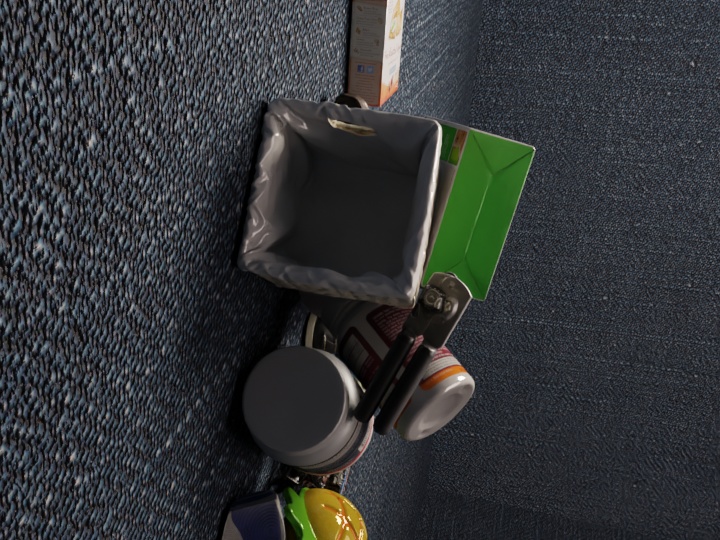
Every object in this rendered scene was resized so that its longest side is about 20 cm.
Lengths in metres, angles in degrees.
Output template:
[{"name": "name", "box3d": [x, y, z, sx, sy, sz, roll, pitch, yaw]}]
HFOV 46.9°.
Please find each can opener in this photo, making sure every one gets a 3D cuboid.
[{"name": "can opener", "box3d": [0.062, 0.093, 0.963, 0.201, 0.053, 0.067, -60, 172, 4]}]

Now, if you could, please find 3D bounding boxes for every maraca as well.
[{"name": "maraca", "box3d": [-0.053, 0.343, 1.075, 0.138, 0.107, 0.200, 60, 3, 27]}]

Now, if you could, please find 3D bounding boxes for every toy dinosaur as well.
[{"name": "toy dinosaur", "box3d": [-0.065, 0.267, 1.209, 0.136, 0.101, 0.201, -72, 168, -52]}]

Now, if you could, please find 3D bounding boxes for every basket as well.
[{"name": "basket", "box3d": [-0.015, -0.070, 0.952, 0.161, 0.197, 0.201, 54, 46, -80]}]

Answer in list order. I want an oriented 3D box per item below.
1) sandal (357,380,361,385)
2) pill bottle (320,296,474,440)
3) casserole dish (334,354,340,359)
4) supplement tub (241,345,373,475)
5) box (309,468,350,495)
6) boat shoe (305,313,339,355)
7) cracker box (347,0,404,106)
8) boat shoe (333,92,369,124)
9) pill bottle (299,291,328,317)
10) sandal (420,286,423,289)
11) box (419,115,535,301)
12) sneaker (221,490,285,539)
[{"name": "sandal", "box3d": [0.020, 0.199, 1.437, 0.201, 0.057, 0.080, -62, 157, -62]}, {"name": "pill bottle", "box3d": [0.042, 0.105, 1.054, 0.114, 0.200, 0.114, -29, 150, -19]}, {"name": "casserole dish", "box3d": [-0.003, 0.087, 1.315, 0.201, 0.039, 0.121, -92, -154, -43]}, {"name": "supplement tub", "box3d": [-0.062, 0.176, 1.035, 0.200, 0.139, 0.141, 66, 35, -69]}, {"name": "box", "box3d": [-0.044, 0.294, 1.442, 0.199, 0.049, 0.201, 87, 16, -48]}, {"name": "boat shoe", "box3d": [-0.029, 0.047, 1.283, 0.072, 0.067, 0.201, 86, 16, -46]}, {"name": "cracker box", "box3d": [0.026, -0.361, 1.251, 0.134, 0.057, 0.201, -59, 155, -62]}, {"name": "boat shoe", "box3d": [-0.026, -0.141, 1.133, 0.073, 0.074, 0.201, -25, 122, -76]}, {"name": "pill bottle", "box3d": [0.000, 0.000, 1.204, 0.200, 0.111, 0.112, -27, 128, -53]}, {"name": "sandal", "box3d": [0.058, -0.040, 1.314, 0.045, 0.200, 0.075, -15, 131, -48]}, {"name": "box", "box3d": [0.123, -0.086, 1.080, 0.176, 0.096, 0.201, -132, -123, -68]}, {"name": "sneaker", "box3d": [-0.131, 0.372, 1.040, 0.115, 0.080, 0.201, -165, -112, -78]}]
